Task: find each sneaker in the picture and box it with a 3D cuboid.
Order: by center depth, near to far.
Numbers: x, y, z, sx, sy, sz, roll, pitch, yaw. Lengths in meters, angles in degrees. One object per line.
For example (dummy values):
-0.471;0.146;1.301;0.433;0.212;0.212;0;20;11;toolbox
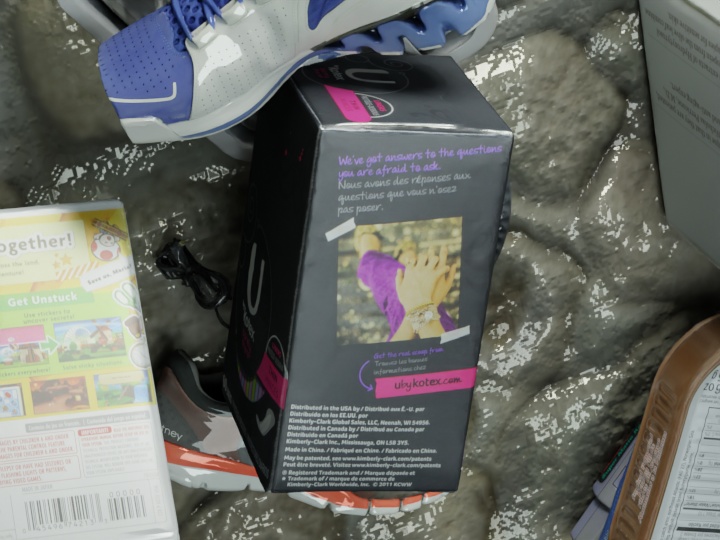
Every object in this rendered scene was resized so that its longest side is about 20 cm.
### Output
-0.040;-0.148;1.361;0.198;0.081;0.115;-21;137;0;sneaker
-0.027;0.084;1.596;0.199;0.077;0.082;7;106;-27;sneaker

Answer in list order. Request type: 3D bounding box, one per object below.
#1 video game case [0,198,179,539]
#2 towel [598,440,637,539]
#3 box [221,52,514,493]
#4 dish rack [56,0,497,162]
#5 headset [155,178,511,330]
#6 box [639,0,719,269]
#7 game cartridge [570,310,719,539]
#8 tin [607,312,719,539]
-0.200;0.061;1.385;0.199;0.183;0.023;-6;161;-16;video game case
0.245;0.141;1.735;0.199;0.024;0.148;9;110;-27;towel
0.000;0.000;1.449;0.105;0.122;0.201;2;112;-17;box
-0.043;-0.149;1.445;0.171;0.044;0.200;-28;139;20;dish rack
-0.010;-0.019;1.565;0.199;0.094;0.124;-21;124;-31;headset
0.288;-0.090;1.569;0.198;0.200;0.172;-18;119;-15;box
0.229;0.109;1.744;0.129;0.038;0.201;29;101;-28;game cartridge
0.214;0.121;1.681;0.111;0.042;0.201;7;109;-20;tin
